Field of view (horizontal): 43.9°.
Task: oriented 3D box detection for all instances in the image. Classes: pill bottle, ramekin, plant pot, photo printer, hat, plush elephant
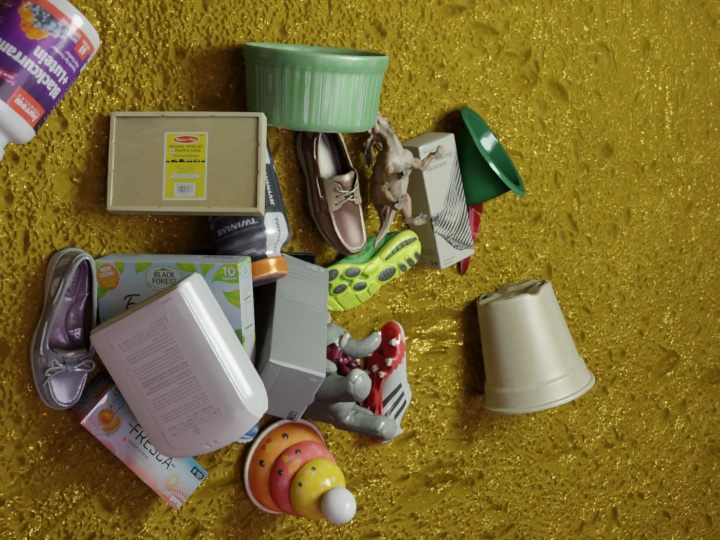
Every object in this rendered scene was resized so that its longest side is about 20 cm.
[{"bbox_3d":[-0.152,-0.083,1.175,0.105,0.106,0.204,-10,81,-33],"label":"pill bottle"},{"bbox_3d":[-0.063,-0.247,1.199,0.197,0.199,0.100,-6,110,-34],"label":"ramekin"},{"bbox_3d":[0.283,0.121,1.530,0.198,0.199,0.187,-20,98,-31],"label":"plant pot"},{"bbox_3d":[-0.213,0.124,1.078,0.202,0.164,0.069,60,24,-8],"label":"photo printer"},{"bbox_3d":[0.160,-0.136,1.468,0.175,0.202,0.165,-36,155,22],"label":"hat"},{"bbox_3d":[-0.395,-0.216,1.012,0.111,0.111,0.202,40,75,-33],"label":"pill bottle"},{"bbox_3d":[-0.032,0.145,1.323,0.165,0.197,0.157,54,45,-43],"label":"plush elephant"}]

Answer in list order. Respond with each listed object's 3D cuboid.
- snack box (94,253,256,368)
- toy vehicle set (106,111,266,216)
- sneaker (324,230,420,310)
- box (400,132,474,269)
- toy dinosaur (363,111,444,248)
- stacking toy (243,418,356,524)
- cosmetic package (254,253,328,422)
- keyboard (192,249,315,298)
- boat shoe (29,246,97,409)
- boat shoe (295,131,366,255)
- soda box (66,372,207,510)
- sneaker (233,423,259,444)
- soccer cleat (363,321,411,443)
[{"bbox_3d":[-0.234,0.054,1.134,0.053,0.196,0.146,-37,127,-73],"label":"snack box"},{"bbox_3d":[-0.217,-0.134,1.118,0.195,0.027,0.127,1,83,4],"label":"toy vehicle set"},{"bbox_3d":[0.000,0.000,1.355,0.197,0.083,0.075,-26,108,-21],"label":"sneaker"},{"bbox_3d":[0.119,-0.112,1.428,0.081,0.068,0.204,-25,113,-30],"label":"box"},{"bbox_3d":[0.040,-0.141,1.341,0.085,0.134,0.204,-1,107,-45],"label":"toy dinosaur"},{"bbox_3d":[-0.067,0.307,1.287,0.144,0.199,0.150,-7,102,-34],"label":"stacking toy"},{"bbox_3d":[-0.097,0.088,1.205,0.089,0.202,0.108,19,128,-14],"label":"cosmetic package"},{"bbox_3d":[-0.154,-0.012,1.280,0.197,0.040,0.106,1,120,-37],"label":"keyboard"},{"bbox_3d":[-0.364,0.076,1.114,0.073,0.064,0.206,8,94,-36],"label":"boat shoe"},{"bbox_3d":[-0.037,-0.119,1.286,0.075,0.071,0.203,-25,97,-28],"label":"boat shoe"},{"bbox_3d":[-0.296,0.229,1.192,0.069,0.063,0.201,-48,122,-19],"label":"soda box"},{"bbox_3d":[-0.205,0.166,1.238,0.090,0.078,0.200,-52,123,-13],"label":"sneaker"},{"bbox_3d":[0.049,0.179,1.436,0.084,0.068,0.205,-2,102,-44],"label":"soccer cleat"}]
